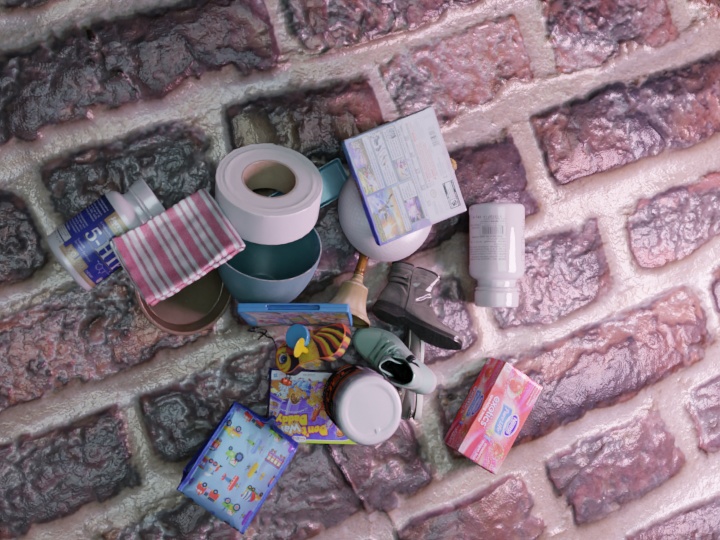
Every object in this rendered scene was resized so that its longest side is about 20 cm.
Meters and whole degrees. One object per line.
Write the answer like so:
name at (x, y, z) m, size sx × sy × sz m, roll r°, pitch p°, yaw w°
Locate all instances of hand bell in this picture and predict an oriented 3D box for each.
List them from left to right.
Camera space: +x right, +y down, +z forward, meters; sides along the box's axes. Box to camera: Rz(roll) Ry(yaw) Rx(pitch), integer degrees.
hand bell at (0.000, 0.000, 1.572) m, size 0.102 × 0.104 × 0.204 m, roll 22°, pitch 73°, yaw -12°

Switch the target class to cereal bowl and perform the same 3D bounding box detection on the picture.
cereal bowl at (0.057, -0.126, 1.551) m, size 0.195 × 0.083 × 0.205 m, roll 5°, pitch 74°, yaw -17°

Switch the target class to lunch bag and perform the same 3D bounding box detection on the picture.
lunch bag at (-0.220, 0.352, 1.486) m, size 0.149 × 0.094 × 0.202 m, roll 36°, pitch 94°, yaw -10°

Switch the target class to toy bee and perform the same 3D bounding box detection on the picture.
toy bee at (-0.112, 0.161, 1.503) m, size 0.130 × 0.197 × 0.111 m, roll 18°, pitch 67°, yaw -48°

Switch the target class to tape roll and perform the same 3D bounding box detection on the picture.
tape roll at (-0.169, -0.144, 1.470) m, size 0.197 × 0.072 × 0.205 m, roll 6°, pitch 46°, yaw -6°

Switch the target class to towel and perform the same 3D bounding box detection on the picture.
towel at (-0.314, -0.045, 1.376) m, size 0.198 × 0.030 × 0.147 m, roll -33°, pitch 68°, yaw -17°

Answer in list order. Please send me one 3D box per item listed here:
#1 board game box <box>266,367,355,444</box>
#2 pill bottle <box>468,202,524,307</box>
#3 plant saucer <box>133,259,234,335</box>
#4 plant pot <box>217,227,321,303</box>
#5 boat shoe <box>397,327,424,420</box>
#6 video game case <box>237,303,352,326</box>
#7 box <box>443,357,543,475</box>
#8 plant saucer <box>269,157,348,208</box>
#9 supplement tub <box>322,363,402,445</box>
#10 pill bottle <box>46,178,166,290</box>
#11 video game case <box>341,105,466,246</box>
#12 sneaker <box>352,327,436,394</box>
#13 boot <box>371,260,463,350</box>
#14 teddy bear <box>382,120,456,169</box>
board game box at (-0.083, 0.264, 1.559) m, size 0.195 × 0.045 × 0.138 m, roll 4°, pitch 89°, yaw -13°
pill bottle at (0.273, -0.030, 1.606) m, size 0.111 × 0.114 × 0.205 m, roll 0°, pitch 90°, yaw -12°
plant saucer at (-0.327, 0.018, 1.485) m, size 0.196 × 0.029 × 0.205 m, roll -2°, pitch 94°, yaw -34°
plant pot at (-0.178, -0.004, 1.481) m, size 0.195 × 0.203 × 0.137 m, roll 4°, pitch 133°, yaw -12°
boat shoe at (0.094, 0.192, 1.586) m, size 0.059 × 0.072 × 0.207 m, roll 3°, pitch 84°, yaw -3°
video game case at (-0.115, 0.081, 1.452) m, size 0.195 × 0.143 × 0.018 m, roll 0°, pitch 77°, yaw 2°
box at (0.267, 0.291, 1.613) m, size 0.102 × 0.095 × 0.202 m, roll 33°, pitch 83°, yaw -11°
plant saucer at (-0.112, -0.143, 1.569) m, size 0.197 × 0.019 × 0.071 m, roll -30°, pitch 96°, yaw -10°
supplement tub at (-0.002, 0.238, 1.452) m, size 0.119 × 0.200 × 0.126 m, roll 0°, pitch 89°, yaw -12°
pill bottle at (-0.448, -0.071, 1.441) m, size 0.199 × 0.120 × 0.121 m, roll -39°, pitch 97°, yaw -10°
video game case at (0.080, -0.173, 1.472) m, size 0.178 × 0.045 × 0.204 m, roll -21°, pitch 99°, yaw -9°
sneaker at (0.048, 0.159, 1.514) m, size 0.199 × 0.118 × 0.075 m, roll 32°, pitch 91°, yaw 30°
boot at (0.129, 0.061, 1.558) m, size 0.197 × 0.068 × 0.132 m, roll 25°, pitch 66°, yaw 11°
teddy bear at (0.101, -0.241, 1.557) m, size 0.196 × 0.146 × 0.067 m, roll 22°, pitch 122°, yaw -12°
